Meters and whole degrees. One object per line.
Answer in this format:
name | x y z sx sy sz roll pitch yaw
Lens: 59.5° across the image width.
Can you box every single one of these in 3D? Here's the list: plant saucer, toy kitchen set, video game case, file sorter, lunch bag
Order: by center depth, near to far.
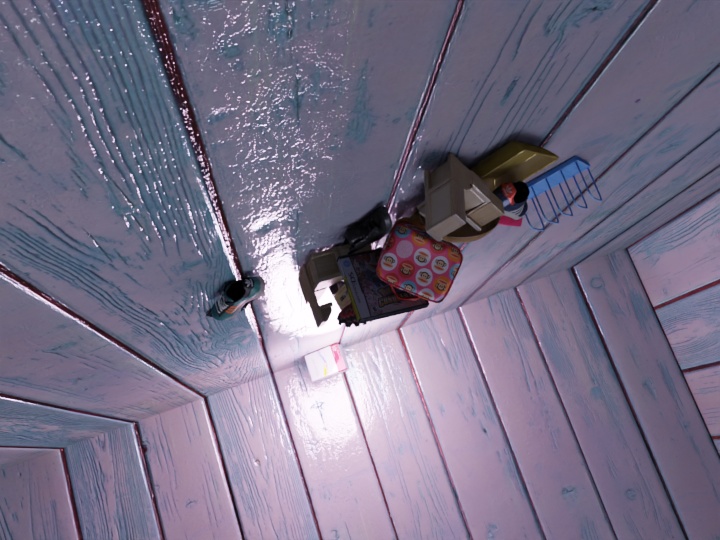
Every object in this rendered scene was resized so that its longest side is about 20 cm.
toy kitchen set | 0.202 -0.104 1.392 0.162 0.184 0.198 -30 131 35
plant saucer | 0.343 -0.244 1.493 0.198 0.049 0.198 -31 162 37
plant saucer | 0.243 -0.120 1.548 0.196 0.201 0.036 -16 127 -16
lunch bag | 0.140 -0.008 1.557 0.082 0.196 0.179 -71 -175 -78
video game case | 0.057 0.029 1.606 0.195 0.184 0.026 -11 154 -21
toy kitchen set | -0.057 0.046 1.740 0.177 0.167 0.200 -15 166 -21
file sorter | 0.565 -0.212 1.788 0.198 0.125 0.137 -29 164 32

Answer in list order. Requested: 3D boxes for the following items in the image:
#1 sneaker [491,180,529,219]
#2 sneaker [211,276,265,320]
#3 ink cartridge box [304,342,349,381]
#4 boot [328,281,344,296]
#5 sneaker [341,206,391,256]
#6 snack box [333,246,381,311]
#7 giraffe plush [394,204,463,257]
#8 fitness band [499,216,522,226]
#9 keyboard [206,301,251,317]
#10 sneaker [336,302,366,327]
sneaker | 0.389 -0.179 1.558 0.084 0.076 0.198 -37 165 30
sneaker | -0.343 0.071 1.665 0.198 0.073 0.079 -34 157 29
ink cartridge box | -0.179 0.494 3.365 0.196 0.148 0.145 -22 167 4
boot | -0.051 0.026 1.934 0.095 0.076 0.200 -28 178 -9
sneaker | 0.011 -0.093 1.559 0.102 0.061 0.200 -21 170 -13
snack box | 0.013 0.035 1.761 0.200 0.037 0.116 -47 -153 5
giraffe plush | 0.197 -0.074 1.661 0.170 0.166 0.198 -24 163 29
fitness band | 0.353 -0.142 1.679 0.141 0.038 0.199 15 -169 28
keyboard | -0.355 0.094 1.828 0.125 0.021 0.199 -7 162 -43
sneaker | 0.019 0.081 1.677 0.197 0.100 0.071 -26 152 20
